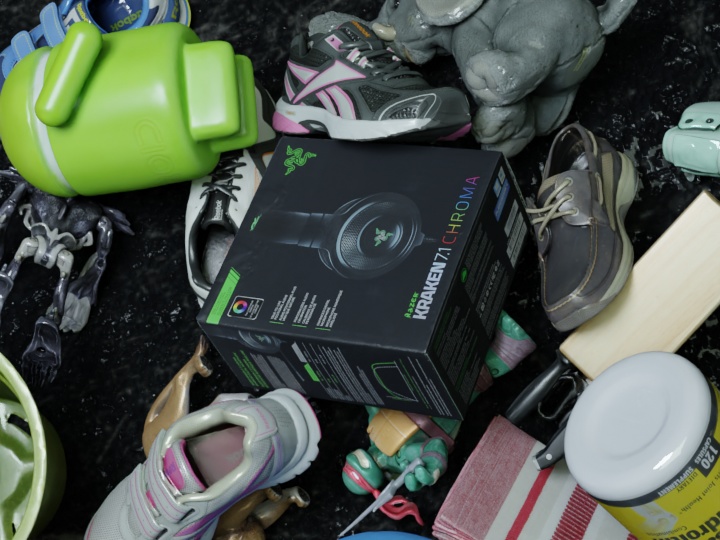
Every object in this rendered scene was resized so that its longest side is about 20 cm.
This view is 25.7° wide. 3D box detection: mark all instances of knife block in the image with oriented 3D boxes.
[{"bbox_3d":[0.188,0.054,1.132,0.064,0.200,0.175,43,58,10],"label":"knife block"}]

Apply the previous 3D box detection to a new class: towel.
[{"bbox_3d":[0.156,0.198,1.134,0.199,0.144,0.023,34,125,5],"label":"towel"}]

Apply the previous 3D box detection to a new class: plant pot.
[{"bbox_3d":[-0.298,0.148,1.154,0.198,0.190,0.202,-1,80,6],"label":"plant pot"}]

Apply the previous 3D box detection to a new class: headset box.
[{"bbox_3d":[0.000,0.000,1.143,0.198,0.093,0.175,7,58,29],"label":"headset box"}]

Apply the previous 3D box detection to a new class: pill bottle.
[{"bbox_3d":[0.237,0.152,1.095,0.112,0.112,0.200,-51,124,-3],"label":"pill bottle"}]

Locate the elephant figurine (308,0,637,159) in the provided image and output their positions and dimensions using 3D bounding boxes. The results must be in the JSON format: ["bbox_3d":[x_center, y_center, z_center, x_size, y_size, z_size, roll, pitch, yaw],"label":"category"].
[{"bbox_3d":[0.079,-0.195,1.209,0.154,0.142,0.200,-27,61,-27],"label":"elephant figurine"}]

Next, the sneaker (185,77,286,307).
[{"bbox_3d":[-0.098,-0.063,1.224,0.073,0.080,0.202,-2,79,8],"label":"sneaker"}]

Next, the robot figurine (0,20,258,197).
[{"bbox_3d":[-0.179,-0.117,1.170,0.198,0.175,0.117,-8,83,14],"label":"robot figurine"}]

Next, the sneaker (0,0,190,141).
[{"bbox_3d":[-0.233,-0.178,1.253,0.199,0.082,0.074,-34,81,2],"label":"sneaker"}]

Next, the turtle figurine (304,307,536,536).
[{"bbox_3d":[0.034,0.102,1.173,0.200,0.101,0.150,-47,56,-4],"label":"turtle figurine"}]

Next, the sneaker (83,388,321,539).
[{"bbox_3d":[-0.127,0.149,1.117,0.200,0.088,0.082,-41,67,10],"label":"sneaker"}]

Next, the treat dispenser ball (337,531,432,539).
[{"bbox_3d":[0.017,0.284,1.094,0.199,0.201,0.203,-1,81,6],"label":"treat dispenser ball"}]

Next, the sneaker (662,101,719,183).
[{"bbox_3d":[0.279,-0.069,1.143,0.117,0.201,0.074,-1,114,11],"label":"sneaker"}]

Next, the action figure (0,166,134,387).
[{"bbox_3d":[-0.248,-0.006,1.210,0.118,0.201,0.102,30,124,-14],"label":"action figure"}]

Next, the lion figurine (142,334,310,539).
[{"bbox_3d":[-0.120,0.162,1.202,0.122,0.072,0.201,-37,64,19],"label":"lion figurine"}]

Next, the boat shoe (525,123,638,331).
[{"bbox_3d":[0.151,-0.035,1.146,0.073,0.201,0.074,42,123,-18],"label":"boat shoe"}]

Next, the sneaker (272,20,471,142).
[{"bbox_3d":[-0.001,-0.140,1.166,0.199,0.080,0.087,11,102,47],"label":"sneaker"}]
